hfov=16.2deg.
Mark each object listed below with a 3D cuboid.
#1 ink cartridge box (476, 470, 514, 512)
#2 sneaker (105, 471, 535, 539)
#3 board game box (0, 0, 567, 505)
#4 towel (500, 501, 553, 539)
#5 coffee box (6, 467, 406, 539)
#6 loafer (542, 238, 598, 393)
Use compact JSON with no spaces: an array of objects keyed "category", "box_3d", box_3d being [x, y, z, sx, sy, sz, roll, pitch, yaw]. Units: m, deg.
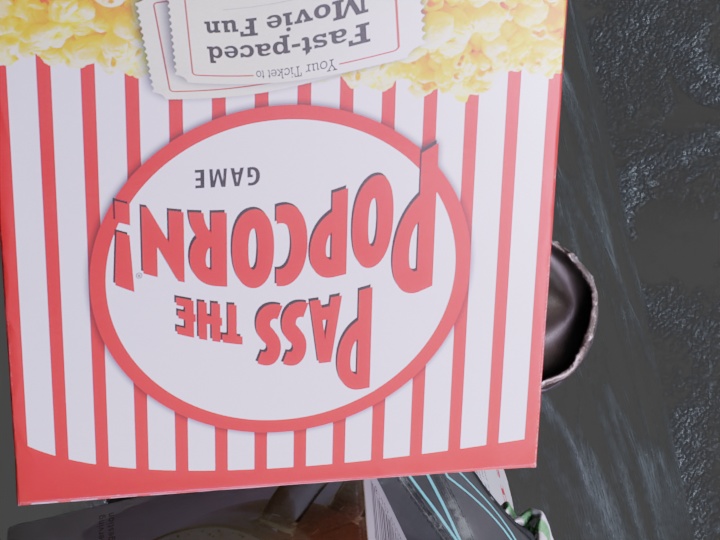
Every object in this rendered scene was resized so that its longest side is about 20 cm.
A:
[{"category":"ink cartridge box","box_3d":[0.009,0.098,1.106,0.200,0.084,0.145,30,45,-74]},{"category":"sneaker","box_3d":[-0.023,0.065,0.839,0.200,0.075,0.079,43,44,-4]},{"category":"board game box","box_3d":[-0.024,-0.034,0.685,0.046,0.151,0.200,-106,-166,-57]},{"category":"towel","box_3d":[0.040,0.202,0.883,0.200,0.023,0.153,-61,143,-37]},{"category":"coffee box","box_3d":[-0.036,0.160,0.705,0.080,0.114,0.200,66,14,-45]},{"category":"loafer","box_3d":[0.000,0.000,0.845,0.071,0.200,0.073,1,-103,65]}]
